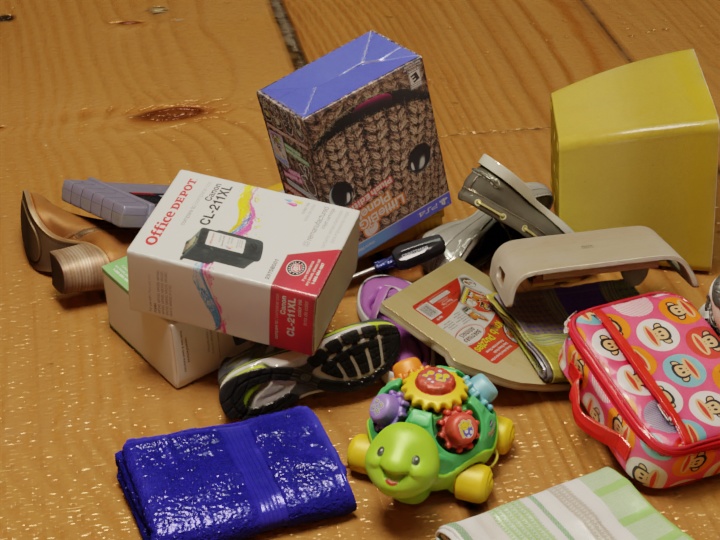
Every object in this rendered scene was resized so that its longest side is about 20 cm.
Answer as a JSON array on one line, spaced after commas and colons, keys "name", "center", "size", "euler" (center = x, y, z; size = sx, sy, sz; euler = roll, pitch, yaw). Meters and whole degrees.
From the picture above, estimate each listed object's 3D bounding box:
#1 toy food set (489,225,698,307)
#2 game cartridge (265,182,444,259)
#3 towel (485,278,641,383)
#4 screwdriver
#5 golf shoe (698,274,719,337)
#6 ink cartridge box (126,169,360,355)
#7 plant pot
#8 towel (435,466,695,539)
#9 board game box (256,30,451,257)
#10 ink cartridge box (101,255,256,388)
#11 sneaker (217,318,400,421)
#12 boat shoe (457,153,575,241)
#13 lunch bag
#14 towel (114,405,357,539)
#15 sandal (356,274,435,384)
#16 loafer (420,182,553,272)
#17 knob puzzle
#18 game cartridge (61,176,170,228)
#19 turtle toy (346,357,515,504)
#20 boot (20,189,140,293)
[{"name": "toy food set", "center": [0.244, 0.003, 1.649], "size": [0.200, 0.060, 0.144], "euler": [-7, 14, 0]}, {"name": "game cartridge", "center": [-0.019, -0.074, 1.831], "size": [0.200, 0.032, 0.176], "euler": [-23, 38, -9]}, {"name": "towel", "center": [0.245, 0.061, 1.652], "size": [0.200, 0.023, 0.144], "euler": [-4, 38, -26]}, {"name": "screwdriver", "center": [0.000, 0.000, 1.725], "size": [0.200, 0.029, 0.028], "euler": [-17, 21, -6]}, {"name": "golf shoe", "center": [0.381, 0.053, 1.597], "size": [0.094, 0.200, 0.078], "euler": [8, 73, 34]}, {"name": "ink cartridge box", "center": [-0.117, -0.010, 1.558], "size": [0.200, 0.083, 0.146], "euler": [14, 42, 11]}, {"name": "plant pot", "center": [0.316, -0.128, 1.831], "size": [0.176, 0.200, 0.200], "euler": [-3, 32, 4]}, {"name": "towel", "center": [0.188, 0.244, 1.392], "size": [0.200, 0.031, 0.149], "euler": [-17, 38, -26]}, {"name": "board game box", "center": [-0.004, -0.135, 1.717], "size": [0.159, 0.200, 0.097], "euler": [-31, 40, -20]}, {"name": "ink cartridge box", "center": [-0.153, 0.021, 1.659], "size": [0.200, 0.088, 0.145], "euler": [-24, 40, -29]}, {"name": "sneaker", "center": [-0.056, 0.086, 1.576], "size": [0.200, 0.074, 0.081], "euler": [-15, 30, -14]}, {"name": "boat shoe", "center": [0.188, -0.051, 1.745], "size": [0.060, 0.202, 0.072], "euler": [-50, 31, 0]}, {"name": "lunch bag", "center": [0.285, 0.118, 1.523], "size": [0.176, 0.082, 0.200], "euler": [-11, 48, -23]}, {"name": "towel", "center": [-0.118, 0.189, 1.444], "size": [0.200, 0.050, 0.148], "euler": [-12, 35, -20]}, {"name": "sandal", "center": [0.046, 0.052, 1.663], "size": [0.082, 0.050, 0.203], "euler": [-4, 33, -9]}, {"name": "loafer", "center": [0.157, -0.042, 1.804], "size": [0.200, 0.070, 0.070], "euler": [-31, 49, -29]}, {"name": "knob puzzle", "center": [0.138, 0.073, 1.634], "size": [0.220, 0.030, 0.220], "euler": [18, 29, -11]}, {"name": "game cartridge", "center": [-0.226, -0.076, 1.788], "size": [0.200, 0.038, 0.130], "euler": [0, 12, -44]}, {"name": "turtle toy", "center": [0.062, 0.153, 1.461], "size": [0.146, 0.101, 0.200], "euler": [12, 34, 16]}, {"name": "boot", "center": [-0.297, -0.043, 1.774], "size": [0.155, 0.077, 0.200], "euler": [-12, 29, -28]}]
